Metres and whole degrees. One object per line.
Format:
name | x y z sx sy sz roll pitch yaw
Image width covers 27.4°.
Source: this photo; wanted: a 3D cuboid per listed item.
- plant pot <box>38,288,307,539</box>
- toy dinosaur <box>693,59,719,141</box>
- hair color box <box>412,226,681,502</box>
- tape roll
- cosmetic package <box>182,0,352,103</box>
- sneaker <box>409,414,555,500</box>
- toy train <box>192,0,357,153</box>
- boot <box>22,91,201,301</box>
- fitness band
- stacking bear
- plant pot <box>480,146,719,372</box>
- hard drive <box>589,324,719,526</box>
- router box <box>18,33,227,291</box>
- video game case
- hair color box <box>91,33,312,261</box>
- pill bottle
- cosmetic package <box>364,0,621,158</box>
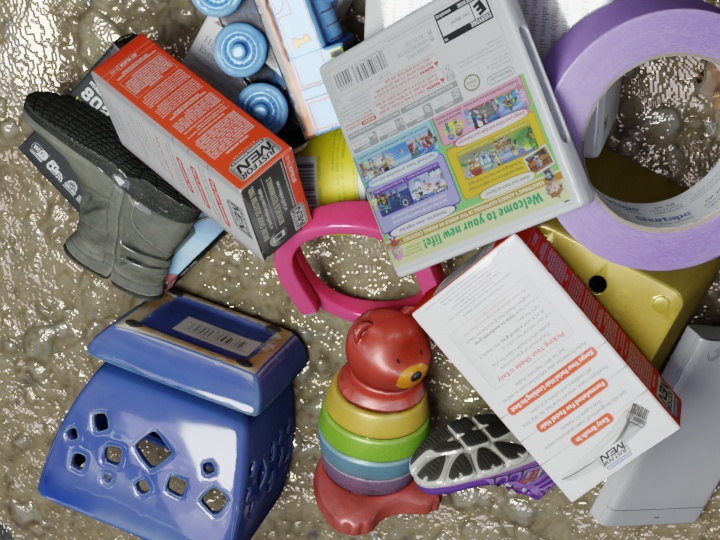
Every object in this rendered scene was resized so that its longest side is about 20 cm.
plant pot | -0.164 0.134 1.400 0.199 0.200 0.181 20 106 9
toy dinosaur | 0.365 -0.097 1.239 0.199 0.086 0.136 23 106 1
hair color box | 0.149 0.070 1.170 0.111 0.064 0.200 -39 94 22
tape roll | 0.227 -0.104 1.117 0.199 0.066 0.201 -2 111 -5
cosmetic package | -0.081 -0.218 1.322 0.101 0.074 0.200 32 115 1
sneaker | 0.142 0.180 1.355 0.199 0.081 0.084 -8 119 -19
toy train | -0.066 -0.201 1.244 0.114 0.087 0.201 -18 103 9
boot | -0.247 -0.063 1.357 0.200 0.068 0.131 36 119 3
fitness band | 0.000 0.000 1.327 0.143 0.038 0.200 -1 151 16
stacking bear | 0.018 0.126 1.370 0.114 0.121 0.201 46 138 44
plant pot | 0.193 0.019 1.270 0.199 0.176 0.201 28 113 5
hard drive | 0.297 0.141 1.320 0.027 0.131 0.201 47 122 45
router box | -0.202 -0.099 1.399 0.200 0.062 0.150 46 112 -3
video game case | 0.067 -0.107 1.122 0.200 0.022 0.183 -22 89 45
hair color box | -0.134 -0.105 1.248 0.200 0.061 0.102 39 160 29
pill bottle | 0.023 -0.086 1.317 0.199 0.109 0.110 0 108 15
cosmetic package | 0.116 -0.201 1.223 0.199 0.166 0.168 8 110 13
